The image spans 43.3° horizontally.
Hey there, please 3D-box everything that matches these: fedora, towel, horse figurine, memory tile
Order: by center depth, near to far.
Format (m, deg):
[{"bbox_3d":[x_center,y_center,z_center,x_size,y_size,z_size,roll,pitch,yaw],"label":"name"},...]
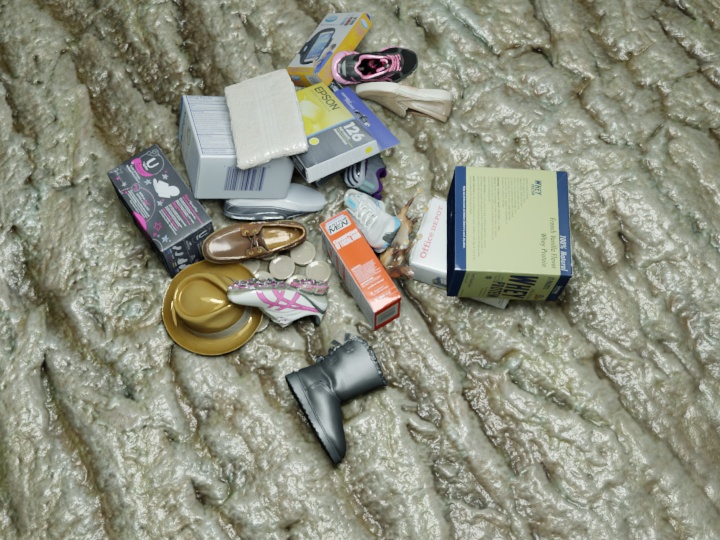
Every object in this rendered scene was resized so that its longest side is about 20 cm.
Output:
[{"bbox_3d":[-0.173,-0.274,1.643,0.132,0.035,0.201,-16,57,5],"label":"towel"},{"bbox_3d":[0.077,-0.057,1.665,0.050,0.133,0.201,25,52,-14],"label":"horse figurine"},{"bbox_3d":[-0.279,0.059,1.672,0.199,0.082,0.202,-2,74,8],"label":"fedora"},{"bbox_3d":[-0.169,0.011,1.736,0.200,0.017,0.153,-37,73,-11],"label":"memory tile"}]

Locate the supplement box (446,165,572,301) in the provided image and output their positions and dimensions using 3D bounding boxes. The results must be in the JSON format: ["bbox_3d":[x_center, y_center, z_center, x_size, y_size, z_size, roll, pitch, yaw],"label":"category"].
[{"bbox_3d":[0.257,-0.063,1.600,0.198,0.134,0.201,2,69,0],"label":"supplement box"}]

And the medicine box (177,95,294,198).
[{"bbox_3d":[-0.239,-0.237,1.727,0.181,0.103,0.201,-2,44,-22],"label":"medicine box"}]

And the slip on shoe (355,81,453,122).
[{"bbox_3d":[0.086,-0.341,1.841,0.199,0.076,0.061,8,91,2],"label":"slip on shoe"}]

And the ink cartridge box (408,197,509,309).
[{"bbox_3d":[0.203,-0.034,1.707,0.199,0.088,0.146,18,70,6],"label":"ink cartridge box"}]

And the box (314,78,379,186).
[{"bbox_3d":[-0.068,-0.273,1.779,0.160,0.044,0.200,-35,49,-4],"label":"box"}]

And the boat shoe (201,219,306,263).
[{"bbox_3d":[-0.195,-0.059,1.691,0.199,0.068,0.072,-11,91,-18],"label":"boat shoe"}]

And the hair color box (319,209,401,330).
[{"bbox_3d":[0.000,0.000,1.686,0.064,0.111,0.201,-30,72,-10],"label":"hair color box"}]

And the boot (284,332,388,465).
[{"bbox_3d":[-0.027,0.224,1.625,0.162,0.073,0.199,-26,70,-12],"label":"boot"}]

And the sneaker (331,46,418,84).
[{"bbox_3d":[0.044,-0.411,1.823,0.199,0.095,0.080,-15,105,-31],"label":"sneaker"}]

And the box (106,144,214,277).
[{"bbox_3d":[-0.371,-0.112,1.727,0.114,0.132,0.200,-33,72,-14],"label":"box"}]

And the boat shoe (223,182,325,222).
[{"bbox_3d":[-0.168,-0.124,1.761,0.199,0.068,0.072,-1,41,-21],"label":"boat shoe"}]

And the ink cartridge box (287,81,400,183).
[{"bbox_3d":[-0.060,-0.269,1.681,0.199,0.047,0.198,-27,54,-17],"label":"ink cartridge box"}]

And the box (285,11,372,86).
[{"bbox_3d":[-0.062,-0.465,1.872,0.119,0.041,0.201,14,66,46],"label":"box"}]

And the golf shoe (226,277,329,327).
[{"bbox_3d":[-0.148,0.060,1.648,0.199,0.073,0.093,3,97,-29],"label":"golf shoe"}]

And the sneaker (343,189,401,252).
[{"bbox_3d":[0.010,-0.099,1.682,0.086,0.200,0.075,34,98,-25],"label":"sneaker"}]

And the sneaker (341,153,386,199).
[{"bbox_3d":[0.014,-0.230,1.811,0.087,0.074,0.201,31,49,-31],"label":"sneaker"}]
